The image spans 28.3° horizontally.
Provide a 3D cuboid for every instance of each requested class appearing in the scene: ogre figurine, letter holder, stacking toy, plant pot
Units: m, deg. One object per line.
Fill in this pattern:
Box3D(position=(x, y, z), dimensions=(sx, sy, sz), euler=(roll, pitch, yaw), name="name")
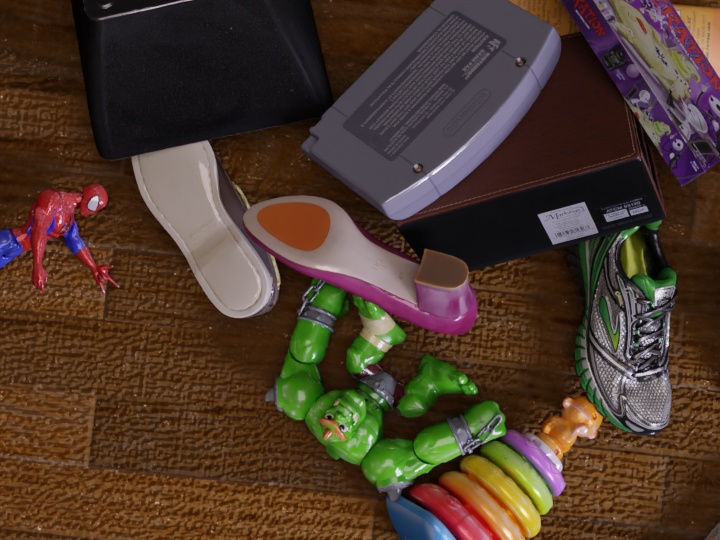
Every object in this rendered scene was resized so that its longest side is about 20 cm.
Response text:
Box3D(position=(0.012, 0.105, 1.186), dimensions=(0.200, 0.098, 0.120), euler=(40, 82, -5), name="ogre figurine")
Box3D(position=(0.131, -0.097, 1.169), dimensions=(0.200, 0.101, 0.142), euler=(-15, 58, 17), name="letter holder")
Box3D(position=(0.128, 0.175, 1.194), dimensions=(0.200, 0.110, 0.116), euler=(-43, 107, -13), name="stacking toy")
Box3D(position=(-0.142, -0.228, 1.123), dimensions=(0.200, 0.177, 0.200), euler=(-12, 72, 0), name="plant pot")

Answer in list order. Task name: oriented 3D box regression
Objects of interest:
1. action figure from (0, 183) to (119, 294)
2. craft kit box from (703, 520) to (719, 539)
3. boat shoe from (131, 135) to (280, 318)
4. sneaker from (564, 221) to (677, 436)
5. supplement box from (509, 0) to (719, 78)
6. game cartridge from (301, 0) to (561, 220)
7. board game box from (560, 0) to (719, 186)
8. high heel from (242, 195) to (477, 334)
Box3D(position=(-0.288, 0.003, 1.196), dimensions=(0.200, 0.065, 0.099), euler=(-33, 82, -1), name="action figure")
Box3D(position=(0.350, 0.320, 1.218), dimensions=(0.197, 0.049, 0.200), euler=(40, 88, 2), name="craft kit box")
Box3D(position=(-0.129, -0.051, 1.201), dimensions=(0.072, 0.060, 0.200), euler=(-32, 81, 11), name="boat shoe")
Box3D(position=(0.224, 0.040, 1.186), dimensions=(0.078, 0.085, 0.201), euler=(-11, 90, -28), name="sneaker")
Box3D(position=(0.212, -0.194, 1.210), dimensions=(0.199, 0.067, 0.069), euler=(3, 89, -2), name="supplement box")
Box3D(position=(0.061, -0.136, 1.143), dimensions=(0.200, 0.040, 0.133), euler=(-46, 49, -6), name="game cartridge")
Box3D(position=(0.229, -0.171, 1.125), dimensions=(0.032, 0.120, 0.200), euler=(-34, 88, 35), name="board game box")
Box3D(position=(0.000, 0.000, 1.163), dimensions=(0.200, 0.096, 0.067), euler=(13, 62, 13), name="high heel")
